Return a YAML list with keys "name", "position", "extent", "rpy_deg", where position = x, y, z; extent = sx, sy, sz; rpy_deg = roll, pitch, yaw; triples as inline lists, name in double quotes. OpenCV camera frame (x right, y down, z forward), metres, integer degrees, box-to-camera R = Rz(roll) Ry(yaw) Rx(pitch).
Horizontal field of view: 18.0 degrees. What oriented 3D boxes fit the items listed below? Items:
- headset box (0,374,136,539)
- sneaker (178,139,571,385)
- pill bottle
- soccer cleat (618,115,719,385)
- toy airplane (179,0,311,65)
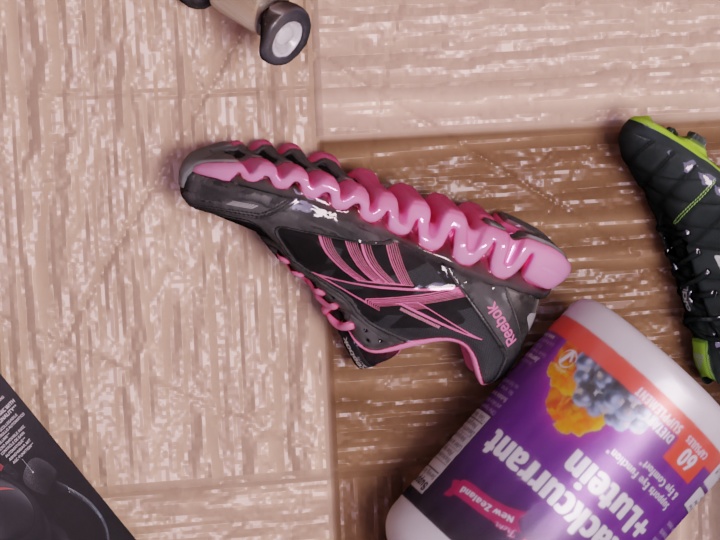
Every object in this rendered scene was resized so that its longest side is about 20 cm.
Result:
- name: "headset box"
  position: [-0.202, 0.130, 1.049]
  extent: [0.200, 0.075, 0.149]
  rpy_deg: [52, 57, -12]
- name: "sneaker"
  position: [0.000, 0.000, 1.110]
  extent: [0.199, 0.079, 0.096]
  rpy_deg: [19, 103, -11]
- name: "pill bottle"
  position: [0.083, 0.122, 1.112]
  extent: [0.111, 0.111, 0.200]
  rpy_deg: [42, 87, -12]
- name: "soccer cleat"
  position: [0.188, 0.009, 1.146]
  extent: [0.081, 0.068, 0.200]
  rpy_deg: [-44, 105, -5]
- name: "toy airplane"
  position: [-0.071, -0.186, 1.008]
  extent: [0.199, 0.199, 0.142]
  rpy_deg: [29, 100, -11]
